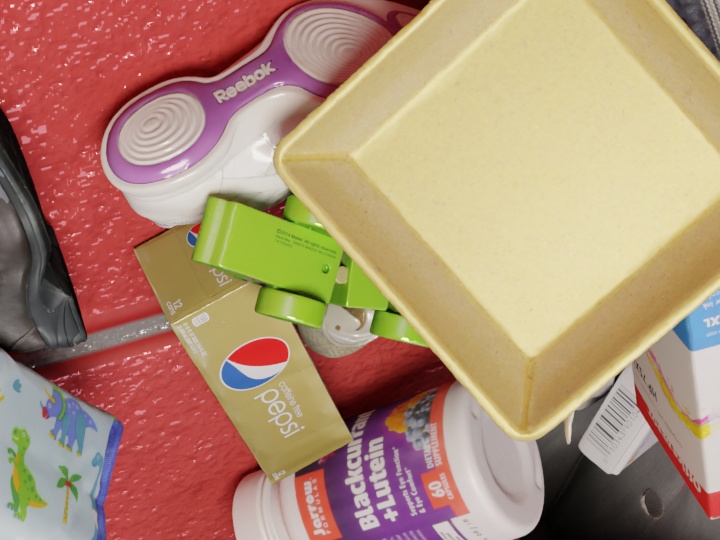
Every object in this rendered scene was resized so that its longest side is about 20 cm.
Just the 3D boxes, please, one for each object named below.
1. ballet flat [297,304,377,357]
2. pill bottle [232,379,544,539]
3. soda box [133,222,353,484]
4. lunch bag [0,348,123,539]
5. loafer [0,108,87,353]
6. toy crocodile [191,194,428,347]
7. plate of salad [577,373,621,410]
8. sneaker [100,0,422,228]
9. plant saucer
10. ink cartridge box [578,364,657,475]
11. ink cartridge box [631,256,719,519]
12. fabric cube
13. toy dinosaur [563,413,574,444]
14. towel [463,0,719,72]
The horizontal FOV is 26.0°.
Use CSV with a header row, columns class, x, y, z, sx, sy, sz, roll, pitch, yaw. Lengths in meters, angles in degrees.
class,x,y,z,sx,sy,sz,roll,pitch,yaw
ballet flat,0.000,0.000,0.963,0.067,0.062,0.200,-14,139,-20
pill bottle,0.015,0.151,1.066,0.199,0.112,0.111,-22,148,28
soda box,-0.068,0.050,0.969,0.064,0.068,0.200,-29,142,-3
lunch bag,-0.260,0.107,0.865,0.199,0.128,0.170,-12,148,25
loafer,-0.198,-0.018,0.809,0.072,0.073,0.200,-18,139,-8
toy crocodile,-0.009,0.001,0.872,0.199,0.062,0.068,14,86,-37
plate of salad,0.207,0.015,1.109,0.200,0.048,0.200,-42,158,-21
sneaker,-0.042,-0.084,0.852,0.199,0.075,0.100,-22,155,-4
plant saucer,0.092,-0.050,0.787,0.200,0.200,0.048,-41,-179,12
ink cartridge box,0.259,0.035,1.121,0.200,0.043,0.199,-26,149,-45
ink cartridge box,0.201,0.054,0.884,0.067,0.116,0.201,-16,122,-4
fabric cube,0.146,0.224,1.195,0.196,0.200,0.200,-7,138,-30
toy dinosaur,0.177,0.009,0.976,0.200,0.101,0.058,-40,144,7
towel,0.131,-0.169,0.824,0.192,0.035,0.201,-24,109,-5
